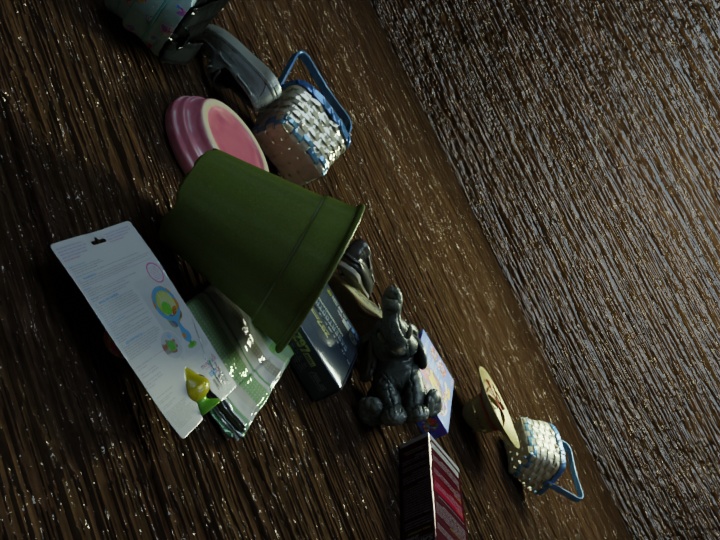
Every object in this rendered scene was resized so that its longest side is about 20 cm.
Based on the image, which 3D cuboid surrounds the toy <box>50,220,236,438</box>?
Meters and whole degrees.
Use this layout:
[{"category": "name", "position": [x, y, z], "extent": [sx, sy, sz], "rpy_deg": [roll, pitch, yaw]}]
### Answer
[{"category": "toy", "position": [-0.207, 0.058, 0.605], "extent": [0.201, 0.047, 0.115], "rpy_deg": [54, 20, -3]}]

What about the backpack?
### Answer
[{"category": "backpack", "position": [-0.271, -0.386, 0.914], "extent": [0.126, 0.167, 0.201], "rpy_deg": [33, 31, -15]}]

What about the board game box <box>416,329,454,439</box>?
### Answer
[{"category": "board game box", "position": [0.128, 0.219, 1.250], "extent": [0.136, 0.044, 0.200], "rpy_deg": [59, 19, -10]}]

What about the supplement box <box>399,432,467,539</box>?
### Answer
[{"category": "supplement box", "position": [0.114, 0.369, 0.991], "extent": [0.109, 0.060, 0.201], "rpy_deg": [51, 21, -25]}]

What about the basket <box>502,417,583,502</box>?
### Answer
[{"category": "basket", "position": [0.460, 0.468, 1.593], "extent": [0.197, 0.140, 0.177], "rpy_deg": [24, 30, -10]}]

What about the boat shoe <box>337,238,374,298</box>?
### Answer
[{"category": "boat shoe", "position": [0.000, 0.000, 1.094], "extent": [0.066, 0.057, 0.200], "rpy_deg": [35, -9, 11]}]

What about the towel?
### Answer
[{"category": "towel", "position": [-0.146, 0.087, 0.753], "extent": [0.151, 0.030, 0.200], "rpy_deg": [60, 19, -10]}]

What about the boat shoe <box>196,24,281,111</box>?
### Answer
[{"category": "boat shoe", "position": [-0.217, -0.333, 1.049], "extent": [0.200, 0.071, 0.070], "rpy_deg": [41, -19, 21]}]

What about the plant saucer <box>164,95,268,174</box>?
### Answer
[{"category": "plant saucer", "position": [-0.198, -0.172, 0.935], "extent": [0.201, 0.050, 0.202], "rpy_deg": [50, 23, -30]}]

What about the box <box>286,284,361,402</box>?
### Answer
[{"category": "box", "position": [-0.078, 0.064, 0.923], "extent": [0.202, 0.050, 0.158], "rpy_deg": [59, 20, -9]}]

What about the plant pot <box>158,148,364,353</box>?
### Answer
[{"category": "plant pot", "position": [-0.124, -0.039, 0.744], "extent": [0.188, 0.202, 0.201], "rpy_deg": [31, 25, -7]}]

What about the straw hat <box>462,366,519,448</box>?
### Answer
[{"category": "straw hat", "position": [0.276, 0.323, 1.433], "extent": [0.203, 0.084, 0.202], "rpy_deg": [57, 15, -23]}]

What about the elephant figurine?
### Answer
[{"category": "elephant figurine", "position": [0.055, 0.135, 1.007], "extent": [0.140, 0.154, 0.204], "rpy_deg": [0, 79, -45]}]

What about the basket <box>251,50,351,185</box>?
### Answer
[{"category": "basket", "position": [-0.098, -0.267, 1.134], "extent": [0.177, 0.137, 0.202], "rpy_deg": [51, 51, -30]}]

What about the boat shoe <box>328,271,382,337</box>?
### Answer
[{"category": "boat shoe", "position": [0.001, 0.076, 1.078], "extent": [0.201, 0.073, 0.063], "rpy_deg": [52, 15, -18]}]
